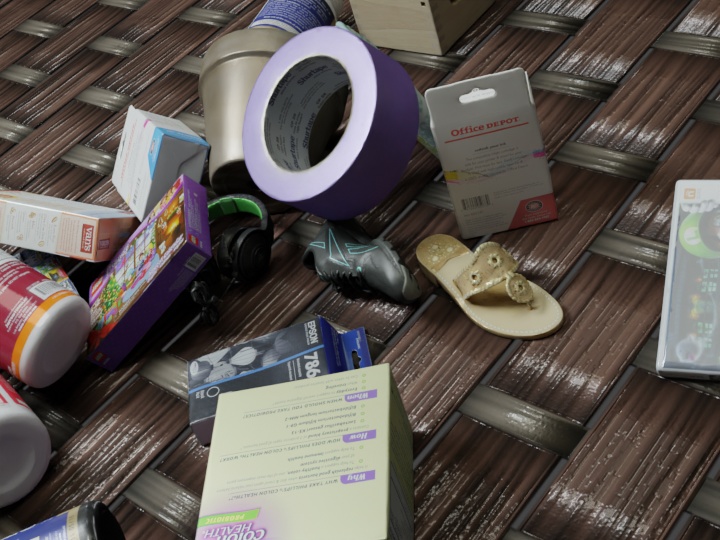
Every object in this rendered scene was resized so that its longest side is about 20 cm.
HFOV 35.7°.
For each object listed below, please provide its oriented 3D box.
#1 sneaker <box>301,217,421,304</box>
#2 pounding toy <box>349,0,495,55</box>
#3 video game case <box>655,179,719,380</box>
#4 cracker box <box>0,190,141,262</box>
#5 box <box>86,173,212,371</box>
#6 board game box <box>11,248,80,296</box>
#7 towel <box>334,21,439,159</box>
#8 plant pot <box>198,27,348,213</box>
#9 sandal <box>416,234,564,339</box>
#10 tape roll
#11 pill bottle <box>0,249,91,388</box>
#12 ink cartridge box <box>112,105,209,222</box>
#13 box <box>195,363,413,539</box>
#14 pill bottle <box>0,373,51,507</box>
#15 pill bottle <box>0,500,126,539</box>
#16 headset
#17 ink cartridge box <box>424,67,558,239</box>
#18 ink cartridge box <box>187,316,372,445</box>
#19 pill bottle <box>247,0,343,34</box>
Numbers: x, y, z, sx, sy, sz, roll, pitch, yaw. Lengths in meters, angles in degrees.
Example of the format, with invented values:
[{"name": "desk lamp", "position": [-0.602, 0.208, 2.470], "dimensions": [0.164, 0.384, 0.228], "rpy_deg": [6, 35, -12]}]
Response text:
[{"name": "sneaker", "position": [0.000, 0.000, 1.256], "dimensions": [0.079, 0.076, 0.200], "rpy_deg": [-40, 32, -8]}, {"name": "pounding toy", "position": [0.088, -0.445, 1.666], "dimensions": [0.182, 0.144, 0.200], "rpy_deg": [17, 52, 37]}, {"name": "video game case", "position": [0.377, 0.007, 1.046], "dimensions": [0.179, 0.023, 0.203], "rpy_deg": [1, 67, 26]}, {"name": "cracker box", "position": [-0.385, -0.057, 1.409], "dimensions": [0.196, 0.059, 0.134], "rpy_deg": [10, 7, 15]}, {"name": "box", "position": [-0.248, 0.002, 1.300], "dimensions": [0.200, 0.039, 0.138], "rpy_deg": [-47, 31, 22]}, {"name": "board game box", "position": [-0.454, 0.054, 1.393], "dimensions": [0.198, 0.062, 0.200], "rpy_deg": [-31, 40, -14]}, {"name": "towel", "position": [0.046, -0.224, 1.407], "dimensions": [0.048, 0.170, 0.201], "rpy_deg": [-46, 38, 10]}, {"name": "plant pot", "position": [-0.121, -0.176, 1.434], "dimensions": [0.196, 0.201, 0.176], "rpy_deg": [-5, 58, 19]}, {"name": "sandal", "position": [0.125, -0.002, 1.190], "dimensions": [0.077, 0.070, 0.211], "rpy_deg": [-35, 41, -18]}, {"name": "tape roll", "position": [-0.036, -0.165, 1.265], "dimensions": [0.198, 0.084, 0.204], "rpy_deg": [-11, 72, 37]}, {"name": "pill bottle", "position": [-0.414, 0.039, 1.268], "dimensions": [0.198, 0.114, 0.113], "rpy_deg": [28, 55, 15]}, {"name": "ink cartridge box", "position": [-0.265, -0.138, 1.463], "dimensions": [0.067, 0.117, 0.200], "rpy_deg": [11, 14, -27]}, {"name": "box", "position": [-0.045, 0.201, 1.009], "dimensions": [0.173, 0.098, 0.202], "rpy_deg": [-11, 39, 11]}, {"name": "pill bottle", "position": [-0.424, 0.161, 1.213], "dimensions": [0.112, 0.113, 0.199], "rpy_deg": [-37, 41, -20]}, {"name": "pill bottle", "position": [-0.307, 0.296, 1.003], "dimensions": [0.197, 0.113, 0.112], "rpy_deg": [-22, 38, -3]}, {"name": "headset", "position": [-0.170, -0.022, 1.327], "dimensions": [0.121, 0.095, 0.202], "rpy_deg": [-11, 47, 13]}, {"name": "ink cartridge box", "position": [0.144, -0.142, 1.240], "dimensions": [0.114, 0.202, 0.068], "rpy_deg": [-11, 39, 10]}, {"name": "ink cartridge box", "position": [-0.086, 0.109, 1.182], "dimensions": [0.197, 0.040, 0.100], "rpy_deg": [-19, 38, 2]}, {"name": "pill bottle", "position": [-0.101, -0.356, 1.669], "dimensions": [0.114, 0.117, 0.202], "rpy_deg": [2, 44, 26]}]
